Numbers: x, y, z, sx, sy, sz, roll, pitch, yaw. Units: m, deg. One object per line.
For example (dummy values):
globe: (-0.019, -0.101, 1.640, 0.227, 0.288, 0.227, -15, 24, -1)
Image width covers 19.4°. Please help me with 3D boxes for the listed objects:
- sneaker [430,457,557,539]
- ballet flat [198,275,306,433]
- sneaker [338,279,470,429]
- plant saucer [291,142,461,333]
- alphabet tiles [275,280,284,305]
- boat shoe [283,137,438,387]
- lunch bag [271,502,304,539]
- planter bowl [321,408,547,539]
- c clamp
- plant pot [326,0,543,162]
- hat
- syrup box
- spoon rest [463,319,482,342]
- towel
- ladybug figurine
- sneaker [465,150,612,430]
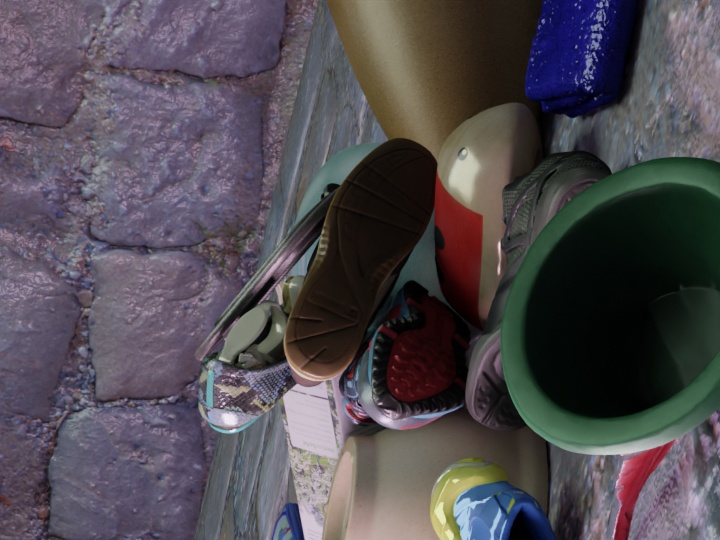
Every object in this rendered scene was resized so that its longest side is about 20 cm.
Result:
sneaker: (0.089, 0.228, 1.384, 0.105, 0.075, 0.202, 11, 109, 62)
ballet flat: (-0.050, 0.044, 1.571, 0.200, 0.074, 0.075, -44, -20, -45)
sneaker: (0.027, 0.083, 1.503, 0.096, 0.079, 0.200, -52, 1, 18)
plant saucer: (0.000, 0.000, 1.684, 0.200, 0.038, 0.203, 8, 101, 46)
alphabet tiles: (-0.038, 0.098, 1.791, 0.200, 0.014, 0.197, 84, 163, -71)
boat shoe: (-0.006, -0.006, 1.537, 0.201, 0.073, 0.065, -60, 3, -22)
lunch bag: (-0.046, 0.310, 1.811, 0.161, 0.082, 0.202, -110, 29, -73)
planter bowl: (0.044, 0.191, 1.531, 0.200, 0.133, 0.202, -169, 90, -82)
c clamp: (-0.065, -0.003, 1.617, 0.200, 0.027, 0.171, -49, -3, 35)
plant pot: (0.074, -0.162, 1.708, 0.187, 0.184, 0.202, 117, 147, -62)
hat: (0.185, 0.052, 1.157, 0.199, 0.176, 0.167, -12, 59, 40)
syrup box: (0.000, 0.154, 1.644, 0.078, 0.081, 0.202, 10, 115, 52)
spoon rest: (0.045, 0.044, 1.719, 0.200, 0.099, 0.061, -48, 12, 38)
towel: (0.166, -0.216, 1.514, 0.148, 0.049, 0.202, 161, 119, -81)
ladybug figurine: (0.094, -0.034, 1.556, 0.136, 0.071, 0.201, -73, -16, -49)
sneaker: (0.124, 0.008, 1.439, 0.114, 0.075, 0.201, -95, 21, -68)
